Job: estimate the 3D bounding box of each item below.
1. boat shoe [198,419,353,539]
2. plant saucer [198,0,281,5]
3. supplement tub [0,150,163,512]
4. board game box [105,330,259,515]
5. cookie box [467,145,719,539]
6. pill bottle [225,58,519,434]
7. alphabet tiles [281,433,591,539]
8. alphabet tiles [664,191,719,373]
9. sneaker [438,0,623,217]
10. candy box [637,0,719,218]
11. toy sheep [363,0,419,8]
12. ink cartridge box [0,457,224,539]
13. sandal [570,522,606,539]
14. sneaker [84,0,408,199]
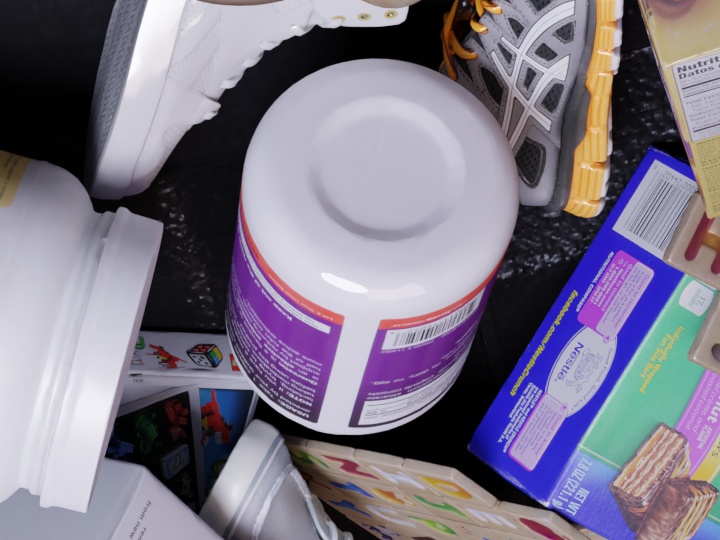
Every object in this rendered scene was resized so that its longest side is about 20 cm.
[{"bbox_3d":[-0.035,0.133,1.229,0.071,0.070,0.201,25,158,11],"label":"boat shoe"},{"bbox_3d":[-0.053,-0.190,0.875,0.029,0.200,0.200,-16,148,-51],"label":"plant saucer"},{"bbox_3d":[-0.191,0.014,1.031,0.200,0.145,0.146,15,130,-3],"label":"supplement tub"},{"bbox_3d":[-0.129,0.110,1.248,0.126,0.035,0.200,3,132,-16],"label":"board game box"},{"bbox_3d":[0.178,0.062,1.209,0.200,0.075,0.171,28,95,-35],"label":"cookie box"},{"bbox_3d":[0.000,0.000,1.096,0.112,0.113,0.200,-5,157,-9],"label":"pill bottle"},{"bbox_3d":[0.048,0.124,1.230,0.200,0.006,0.166,7,156,47],"label":"alphabet tiles"},{"bbox_3d":[0.227,-0.032,1.133,0.166,0.006,0.200,25,92,-27],"label":"alphabet tiles"},{"bbox_3d":[0.069,-0.101,1.070,0.077,0.078,0.200,1,131,2],"label":"sneaker"},{"bbox_3d":[0.136,-0.106,0.993,0.056,0.117,0.200,-16,162,7],"label":"candy box"},{"bbox_3d":[0.013,-0.195,0.924,0.138,0.138,0.200,1,91,-15],"label":"toy sheep"},{"bbox_3d":[-0.108,0.164,1.176,0.146,0.084,0.200,8,151,41],"label":"ink cartridge box"},{"bbox_3d":[0.066,0.209,1.367,0.212,0.070,0.078,-24,134,10],"label":"sandal"},{"bbox_3d":[-0.039,-0.100,1.042,0.115,0.074,0.200,11,128,-19],"label":"sneaker"}]
